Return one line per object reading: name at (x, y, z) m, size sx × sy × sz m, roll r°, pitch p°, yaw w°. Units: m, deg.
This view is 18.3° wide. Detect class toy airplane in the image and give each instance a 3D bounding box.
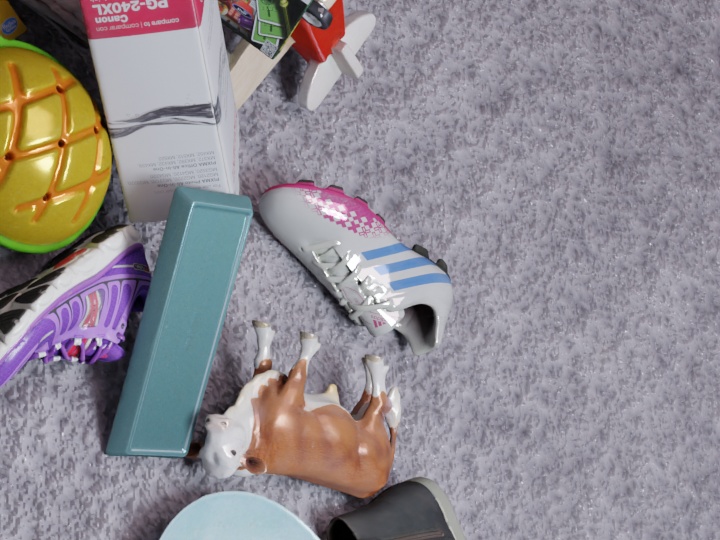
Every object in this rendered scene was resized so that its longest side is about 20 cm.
toy airplane at (-0.060, -0.220, 1.784) m, size 0.141 × 0.200 × 0.200 m, roll 30°, pitch 31°, yaw 13°

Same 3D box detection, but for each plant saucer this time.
plant saucer at (-0.126, 0.041, 1.589) m, size 0.070 × 0.019 × 0.201 m, roll 7°, pitch 103°, yaw -43°
plant saucer at (-0.085, 0.259, 1.593) m, size 0.200 × 0.039 × 0.202 m, roll 21°, pitch 57°, yaw -37°

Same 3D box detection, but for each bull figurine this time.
bull figurine at (-0.046, 0.110, 1.677) m, size 0.200 × 0.065 × 0.122 m, roll 21°, pitch 81°, yaw -44°

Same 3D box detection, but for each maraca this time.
maraca at (-0.249, -0.100, 1.546) m, size 0.200 × 0.107 × 0.137 m, roll 49°, pitch 55°, yaw -31°

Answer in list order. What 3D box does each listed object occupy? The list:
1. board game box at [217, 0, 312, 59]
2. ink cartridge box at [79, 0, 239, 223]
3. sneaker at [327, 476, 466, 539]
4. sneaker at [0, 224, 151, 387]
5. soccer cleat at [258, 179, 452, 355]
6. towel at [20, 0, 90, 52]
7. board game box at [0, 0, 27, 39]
board game box at (-0.118, -0.255, 1.657) m, size 0.200 × 0.105 × 0.023 m, roll 35°, pitch 30°, yaw 0°
ink cartridge box at (-0.142, -0.154, 1.609) m, size 0.145 × 0.083 × 0.201 m, roll -93°, pitch 176°, yaw -57°
sneaker at (0.048, 0.265, 1.708) m, size 0.106 × 0.075 × 0.201 m, roll -18°, pitch 74°, yaw -44°
sneaker at (-0.202, 0.037, 1.559) m, size 0.200 × 0.080 × 0.084 m, roll -39°, pitch 105°, yaw -49°
soccer cleat at (0.000, 0.000, 1.786) m, size 0.200 × 0.070 × 0.087 m, roll 30°, pitch 51°, yaw -32°
towel at (-0.256, -0.282, 1.670) m, size 0.200 × 0.032 × 0.192 m, roll 37°, pitch 37°, yaw -34°
board game box at (-0.339, -0.178, 1.558) m, size 0.135 × 0.034 × 0.200 m, roll 55°, pitch 42°, yaw -9°
